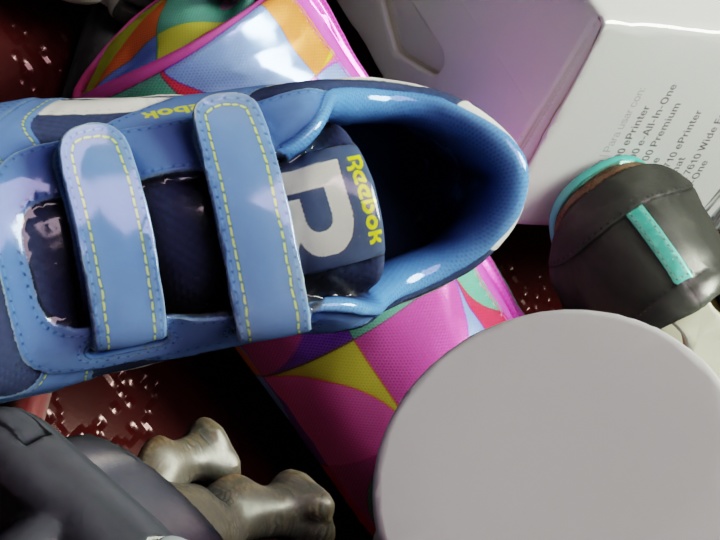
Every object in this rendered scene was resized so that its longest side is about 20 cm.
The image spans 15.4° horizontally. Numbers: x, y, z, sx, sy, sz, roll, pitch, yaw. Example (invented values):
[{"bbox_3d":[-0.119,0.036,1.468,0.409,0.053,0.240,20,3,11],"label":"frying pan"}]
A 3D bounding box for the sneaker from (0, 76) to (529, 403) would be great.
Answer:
[{"bbox_3d":[-0.044,-0.012,0.660,0.200,0.082,0.074,-16,99,-37],"label":"sneaker"}]

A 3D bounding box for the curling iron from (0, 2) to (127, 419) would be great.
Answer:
[{"bbox_3d":[-0.094,-0.011,0.761,0.050,0.026,0.200,39,47,-25],"label":"curling iron"}]

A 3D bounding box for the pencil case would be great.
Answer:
[{"bbox_3d":[0.000,0.000,0.787,0.200,0.088,0.088,52,43,-19],"label":"pencil case"}]

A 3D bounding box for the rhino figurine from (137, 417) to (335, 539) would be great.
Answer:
[{"bbox_3d":[-0.032,0.141,0.714,0.087,0.060,0.200,-16,86,-47],"label":"rhino figurine"}]

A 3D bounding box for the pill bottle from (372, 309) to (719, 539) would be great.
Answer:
[{"bbox_3d":[0.065,0.097,0.698,0.200,0.120,0.120,68,22,-57],"label":"pill bottle"}]

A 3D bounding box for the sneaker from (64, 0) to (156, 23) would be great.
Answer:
[{"bbox_3d":[-0.107,-0.131,0.796,0.200,0.077,0.085,23,31,-31],"label":"sneaker"}]

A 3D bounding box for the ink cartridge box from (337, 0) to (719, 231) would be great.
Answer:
[{"bbox_3d":[0.106,-0.088,0.870,0.200,0.084,0.145,1,43,-34],"label":"ink cartridge box"}]

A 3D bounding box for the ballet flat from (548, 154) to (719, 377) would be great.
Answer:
[{"bbox_3d":[0.107,0.042,0.839,0.068,0.068,0.200,50,-3,37],"label":"ballet flat"}]

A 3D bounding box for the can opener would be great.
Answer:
[{"bbox_3d":[-0.028,0.102,0.611,0.079,0.063,0.200,-26,55,-36],"label":"can opener"}]
